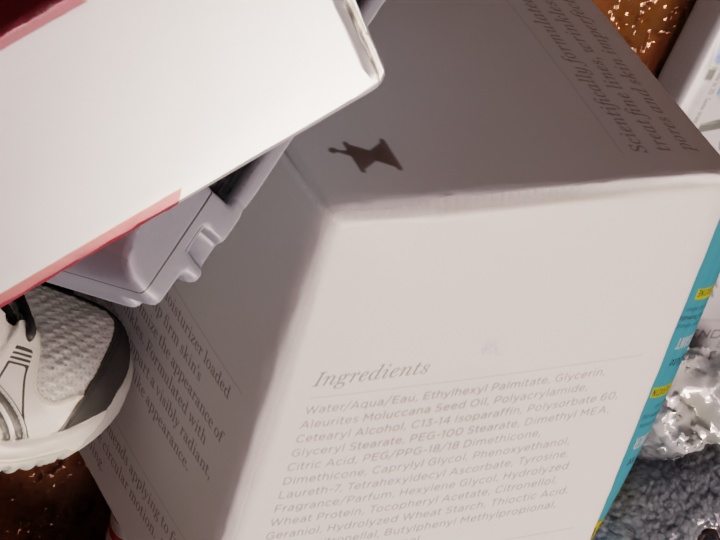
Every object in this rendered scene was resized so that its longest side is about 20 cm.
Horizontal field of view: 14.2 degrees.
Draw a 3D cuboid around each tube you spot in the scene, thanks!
[{"bbox_3d":[0.098,0.058,1.171,0.077,0.050,0.201,-35,145,-66],"label":"tube"}]

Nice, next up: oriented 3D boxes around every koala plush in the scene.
[{"bbox_3d":[0.167,0.116,1.278,0.199,0.184,0.178,17,133,-19],"label":"koala plush"}]

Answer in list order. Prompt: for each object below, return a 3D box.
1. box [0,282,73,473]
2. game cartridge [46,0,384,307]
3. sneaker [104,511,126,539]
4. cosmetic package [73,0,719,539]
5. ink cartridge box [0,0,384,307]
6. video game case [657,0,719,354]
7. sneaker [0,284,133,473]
[{"bbox_3d":[-0.196,0.002,0.993,0.199,0.046,0.160,-1,128,-32],"label":"box"},{"bbox_3d":[-0.055,-0.084,0.907,0.040,0.133,0.200,46,68,-35],"label":"game cartridge"},{"bbox_3d":[-0.008,0.089,1.175,0.199,0.078,0.116,-15,136,-23],"label":"sneaker"},{"bbox_3d":[0.000,0.000,1.029,0.164,0.165,0.201,-5,132,-30],"label":"cosmetic package"},{"bbox_3d":[-0.104,-0.096,0.843,0.145,0.200,0.083,-31,132,-5],"label":"ink cartridge box"},{"bbox_3d":[0.184,-0.041,1.219,0.182,0.022,0.201,1,127,-34],"label":"video game case"},{"bbox_3d":[-0.150,0.009,0.937,0.199,0.076,0.088,8,123,-38],"label":"sneaker"}]
